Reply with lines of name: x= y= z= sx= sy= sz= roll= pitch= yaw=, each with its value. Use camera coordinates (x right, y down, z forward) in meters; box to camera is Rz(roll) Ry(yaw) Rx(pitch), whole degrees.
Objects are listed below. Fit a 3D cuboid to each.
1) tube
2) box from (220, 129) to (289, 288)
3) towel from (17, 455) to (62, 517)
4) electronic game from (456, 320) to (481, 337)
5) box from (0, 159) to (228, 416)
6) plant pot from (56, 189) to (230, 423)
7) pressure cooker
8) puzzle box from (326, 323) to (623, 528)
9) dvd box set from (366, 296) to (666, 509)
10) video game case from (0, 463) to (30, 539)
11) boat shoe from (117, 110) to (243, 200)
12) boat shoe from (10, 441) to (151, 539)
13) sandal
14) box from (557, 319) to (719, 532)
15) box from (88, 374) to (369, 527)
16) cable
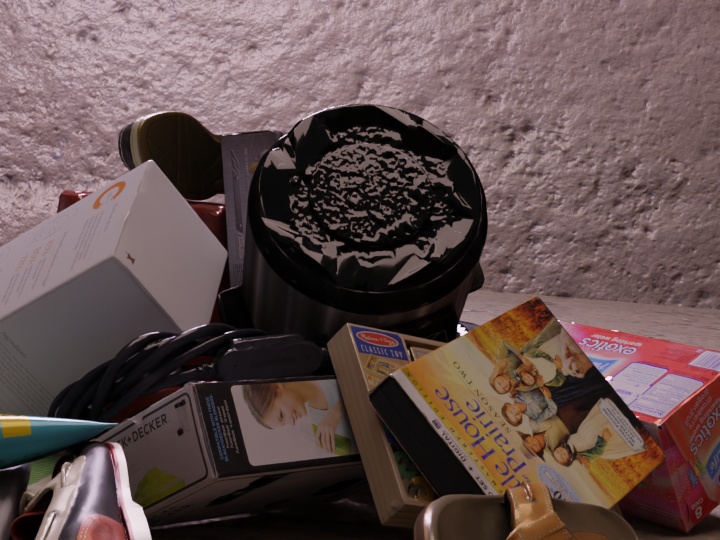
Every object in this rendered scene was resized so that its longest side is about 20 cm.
tube: x=-0.238 y=0.098 z=0.767 sx=0.199 sy=0.051 sz=0.077 roll=-1 pitch=-8 yaw=-33
box: x=-0.069 y=-0.015 z=1.205 sx=0.048 sy=0.202 sz=0.158 roll=-4 pitch=0 yaw=11
towel: x=-0.268 y=0.136 z=0.915 sx=0.198 sy=0.024 sz=0.153 roll=4 pitch=3 yaw=8
electronic game: x=0.019 y=0.098 z=1.124 sx=0.199 sy=0.042 sz=0.200 roll=-21 pitch=21 yaw=9
box: x=-0.208 y=0.030 z=1.006 sx=0.199 sy=0.098 sz=0.125 roll=-27 pitch=28 yaw=22
plant pot: x=-0.185 y=0.036 z=1.183 sx=0.199 sy=0.197 sz=0.201 roll=5 pitch=3 yaw=0
pressure cooker: x=0.000 y=-0.003 z=1.050 sx=0.175 sy=0.179 sz=0.200 roll=26 pitch=-31 yaw=8
puzzle box: x=0.077 y=0.108 z=0.917 sx=0.199 sy=0.134 sz=0.025 roll=12 pitch=-45 yaw=-38
dvd box set: x=0.106 y=0.101 z=0.903 sx=0.029 sy=0.147 sz=0.200 roll=-46 pitch=-14 yaw=33
video game case: x=-0.277 y=0.134 z=0.751 sx=0.181 sy=0.022 sz=0.200 roll=1 pitch=9 yaw=-7
boat shoe: x=-0.153 y=-0.092 z=1.197 sx=0.066 sy=0.072 sz=0.201 roll=-4 pitch=-1 yaw=23
boat shoe: x=-0.152 y=0.137 z=0.743 sx=0.062 sy=0.072 sz=0.200 roll=1 pitch=9 yaw=-16
sandal: x=0.101 y=0.147 z=0.764 sx=0.199 sy=0.081 sz=0.054 roll=6 pitch=-42 yaw=-46
box: x=0.194 y=0.113 z=1.080 sx=0.102 sy=0.095 sz=0.199 roll=-31 pitch=23 yaw=-30
box: x=-0.057 y=0.113 z=0.904 sx=0.199 sy=0.061 sz=0.116 roll=2 pitch=-24 yaw=-46
cable: x=-0.117 y=0.084 z=0.947 sx=0.199 sy=0.051 sz=0.163 roll=-8 pitch=-20 yaw=-30
